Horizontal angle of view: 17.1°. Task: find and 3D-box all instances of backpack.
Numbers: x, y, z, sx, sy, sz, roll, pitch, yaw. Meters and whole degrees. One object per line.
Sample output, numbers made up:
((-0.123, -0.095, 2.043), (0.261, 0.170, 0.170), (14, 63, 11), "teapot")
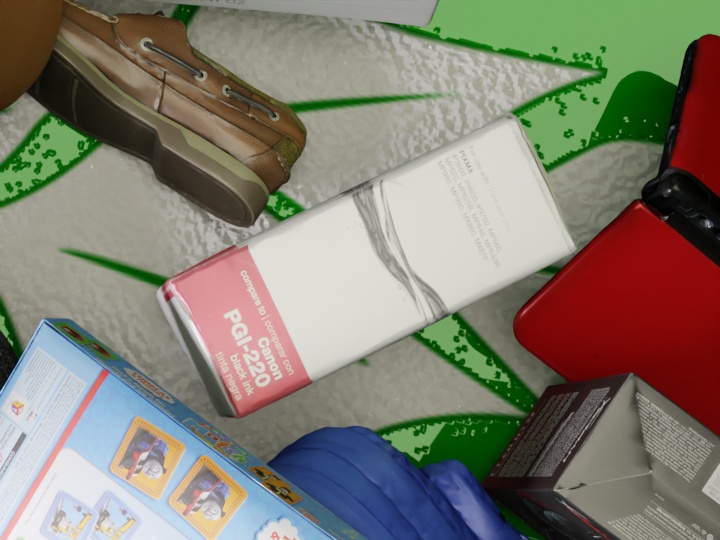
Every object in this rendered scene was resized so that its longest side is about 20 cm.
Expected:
((0.006, 0.180, 1.260), (0.200, 0.163, 0.168), (44, 46, 0), "backpack")

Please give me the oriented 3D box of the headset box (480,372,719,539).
((0.155, 0.128, 1.262), (0.149, 0.200, 0.077), (37, 80, -5), "headset box")

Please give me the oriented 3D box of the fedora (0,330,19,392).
((-0.270, 0.076, 1.248), (0.200, 0.092, 0.201), (-5, 104, -22), "fedora")

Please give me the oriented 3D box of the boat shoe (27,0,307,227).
((-0.122, -0.106, 1.306), (0.200, 0.072, 0.068), (37, 68, -5), "boat shoe")

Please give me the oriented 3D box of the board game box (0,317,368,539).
((-0.112, 0.141, 1.176), (0.200, 0.037, 0.152), (35, 101, 18), "board game box")

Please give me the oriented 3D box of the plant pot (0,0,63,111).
((-0.245, -0.142, 1.213), (0.199, 0.140, 0.201), (2, 94, 29), "plant pot")

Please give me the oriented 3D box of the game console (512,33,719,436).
((0.203, 0.000, 1.336), (0.200, 0.119, 0.173), (37, 51, -27), "game console")

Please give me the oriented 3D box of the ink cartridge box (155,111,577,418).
((0.000, 0.000, 1.273), (0.200, 0.146, 0.085), (-28, 91, -8), "ink cartridge box")

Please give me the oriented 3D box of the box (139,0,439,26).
((-0.047, -0.250, 1.265), (0.198, 0.131, 0.201), (4, 70, -7), "box")
